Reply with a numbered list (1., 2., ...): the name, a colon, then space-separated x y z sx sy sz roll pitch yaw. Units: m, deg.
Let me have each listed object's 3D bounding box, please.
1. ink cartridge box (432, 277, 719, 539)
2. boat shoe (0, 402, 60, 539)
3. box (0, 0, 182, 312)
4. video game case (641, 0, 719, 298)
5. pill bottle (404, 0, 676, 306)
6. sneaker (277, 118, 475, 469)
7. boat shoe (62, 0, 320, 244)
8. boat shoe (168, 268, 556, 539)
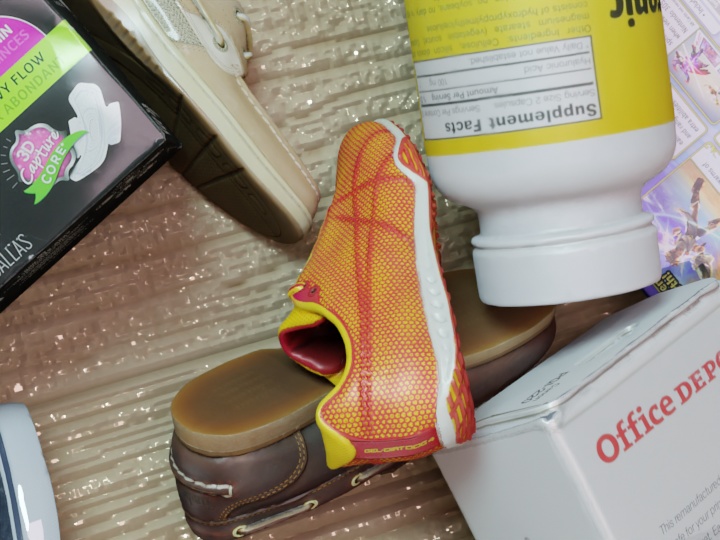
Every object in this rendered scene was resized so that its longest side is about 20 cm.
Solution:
1. ink cartridge box: 0.140 0.125 0.802 0.145 0.085 0.201 -30 97 -40
2. boat shoe: -0.171 0.157 0.751 0.090 0.071 0.202 -2 84 -19
3. box: -0.193 -0.079 0.739 0.148 0.124 0.200 -41 93 -1
4. video game case: 0.174 -0.083 0.862 0.181 0.045 0.200 -40 93 4
5. pill bottle: 0.078 -0.090 0.787 0.111 0.111 0.201 -10 97 -16
6. sneaker: 0.000 0.000 0.778 0.077 0.200 0.073 -9 127 3
7. boat shoe: -0.078 -0.102 0.816 0.065 0.072 0.200 -41 94 -22
8. boat shoe: 0.003 0.059 0.819 0.199 0.070 0.071 -20 124 -24
